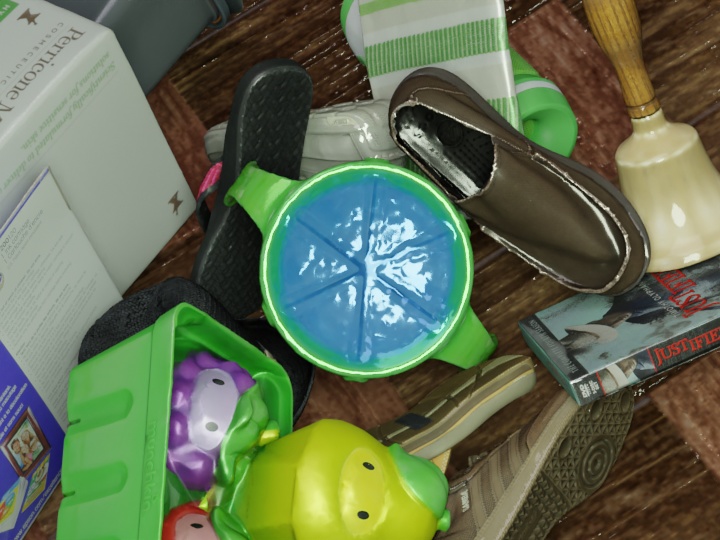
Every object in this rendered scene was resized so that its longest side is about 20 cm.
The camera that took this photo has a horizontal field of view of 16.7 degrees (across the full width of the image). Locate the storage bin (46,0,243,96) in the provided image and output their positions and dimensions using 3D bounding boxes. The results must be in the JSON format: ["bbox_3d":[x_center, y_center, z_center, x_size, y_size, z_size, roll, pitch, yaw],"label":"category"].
[{"bbox_3d":[-0.208,-0.191,1.816,0.199,0.146,0.135,19,65,35],"label":"storage bin"}]

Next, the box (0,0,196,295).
[{"bbox_3d":[-0.257,-0.061,1.694,0.171,0.200,0.199,24,63,32],"label":"box"}]

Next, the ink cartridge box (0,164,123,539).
[{"bbox_3d":[-0.231,0.061,1.586,0.043,0.200,0.199,17,60,28],"label":"ink cartridge box"}]

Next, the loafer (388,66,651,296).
[{"bbox_3d":[0.091,-0.047,1.541,0.200,0.073,0.071,36,24,10],"label":"loafer"}]

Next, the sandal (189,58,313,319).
[{"bbox_3d":[-0.077,-0.054,1.649,0.075,0.201,0.045,-6,30,-36],"label":"sandal"}]

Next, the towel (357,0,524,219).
[{"bbox_3d":[0.054,-0.132,1.630,0.023,0.201,0.152,-10,3,-36],"label":"towel"}]

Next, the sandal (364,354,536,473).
[{"bbox_3d":[0.029,0.120,1.503,0.199,0.054,0.080,-31,14,-11],"label":"sandal"}]

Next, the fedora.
[{"bbox_3d":[-0.125,0.070,1.572,0.200,0.092,0.201,-24,27,13],"label":"fedora"}]

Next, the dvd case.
[{"bbox_3d":[0.206,0.018,1.521,0.199,0.022,0.146,-25,16,-2],"label":"dvd case"}]

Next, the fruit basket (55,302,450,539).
[{"bbox_3d":[-0.060,0.131,1.395,0.215,0.155,0.217,-13,63,26],"label":"fruit basket"}]

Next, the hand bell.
[{"bbox_3d":[0.178,-0.111,1.554,0.104,0.201,0.104,-17,21,7],"label":"hand bell"}]

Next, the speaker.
[{"bbox_3d":[0.066,-0.138,1.710,0.088,0.089,0.200,-35,49,-8],"label":"speaker"}]

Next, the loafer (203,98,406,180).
[{"bbox_3d":[-0.041,-0.077,1.696,0.070,0.070,0.200,-18,12,-34],"label":"loafer"}]

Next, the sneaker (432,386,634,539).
[{"bbox_3d":[0.089,0.129,1.499,0.075,0.071,0.200,19,59,38],"label":"sneaker"}]

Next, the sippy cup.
[{"bbox_3d":[0.000,0.000,1.581,0.139,0.130,0.179,-19,91,-4],"label":"sippy cup"}]
